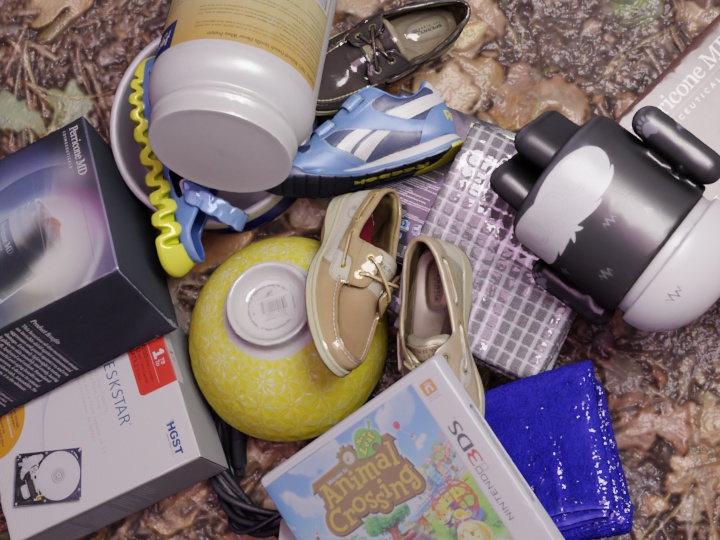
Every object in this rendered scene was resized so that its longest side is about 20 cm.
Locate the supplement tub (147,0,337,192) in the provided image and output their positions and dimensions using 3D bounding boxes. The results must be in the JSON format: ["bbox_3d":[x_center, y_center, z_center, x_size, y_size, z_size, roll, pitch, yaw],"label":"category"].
[{"bbox_3d":[-0.101,-0.184,0.884,0.143,0.145,0.202,6,63,7],"label":"supplement tub"}]

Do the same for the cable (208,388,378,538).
[{"bbox_3d":[-0.078,0.165,1.003,0.163,0.051,0.201,36,91,9],"label":"cable"}]

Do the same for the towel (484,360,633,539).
[{"bbox_3d":[0.115,0.167,0.853,0.198,0.049,0.149,-21,62,22],"label":"towel"}]

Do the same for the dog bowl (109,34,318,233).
[{"bbox_3d":[-0.142,-0.139,1.023,0.198,0.079,0.202,-1,85,7],"label":"dog bowl"}]

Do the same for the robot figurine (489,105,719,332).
[{"bbox_3d":[0.203,-0.042,0.818,0.200,0.150,0.125,39,76,13],"label":"robot figurine"}]

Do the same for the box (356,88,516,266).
[{"bbox_3d":[0.099,-0.066,1.002,0.198,0.049,0.163,22,90,8],"label":"box"}]

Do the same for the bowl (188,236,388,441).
[{"bbox_3d":[-0.075,0.049,0.958,0.198,0.108,0.202,-2,68,5],"label":"bowl"}]

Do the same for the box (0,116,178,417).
[{"bbox_3d":[-0.302,-0.006,0.973,0.197,0.123,0.201,-26,54,3],"label":"box"}]

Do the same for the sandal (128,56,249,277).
[{"bbox_3d":[-0.158,-0.100,0.948,0.086,0.079,0.202,-13,92,2],"label":"sandal"}]

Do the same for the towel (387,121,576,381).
[{"bbox_3d":[0.130,-0.010,0.929,0.164,0.086,0.202,26,91,7],"label":"towel"}]

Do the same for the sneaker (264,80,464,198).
[{"bbox_3d":[-0.006,-0.120,0.954,0.198,0.074,0.083,-14,83,-12],"label":"sneaker"}]

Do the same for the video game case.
[{"bbox_3d":[0.038,0.196,0.831,0.199,0.022,0.183,-38,81,23],"label":"video game case"}]

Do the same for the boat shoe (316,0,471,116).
[{"bbox_3d":[0.020,-0.214,0.981,0.199,0.065,0.074,-34,92,-22],"label":"boat shoe"}]

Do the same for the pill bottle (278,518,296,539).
[{"bbox_3d":[0.022,0.281,0.933,0.198,0.116,0.117,4,86,-3],"label":"pill bottle"}]

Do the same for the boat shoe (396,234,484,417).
[{"bbox_3d":[0.059,0.071,0.853,0.071,0.065,0.202,-5,77,28],"label":"boat shoe"}]

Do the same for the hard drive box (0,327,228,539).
[{"bbox_3d":[-0.249,0.156,0.992,0.199,0.077,0.157,-26,66,4],"label":"hard drive box"}]

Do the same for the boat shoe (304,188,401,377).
[{"bbox_3d":[0.000,0.000,0.902,0.066,0.074,0.201,-20,44,27],"label":"boat shoe"}]

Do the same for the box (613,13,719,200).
[{"bbox_3d":[0.338,-0.098,0.916,0.166,0.164,0.200,-45,82,2],"label":"box"}]
